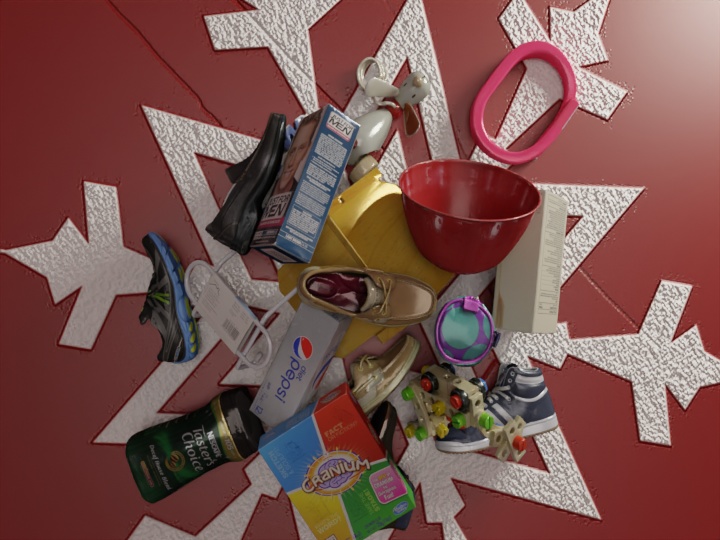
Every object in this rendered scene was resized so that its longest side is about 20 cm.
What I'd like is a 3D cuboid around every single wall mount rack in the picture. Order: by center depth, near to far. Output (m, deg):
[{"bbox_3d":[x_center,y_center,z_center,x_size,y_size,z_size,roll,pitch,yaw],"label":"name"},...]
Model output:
[{"bbox_3d":[-0.165,0.038,0.860,0.200,0.074,0.176,43,111,21],"label":"wall mount rack"}]

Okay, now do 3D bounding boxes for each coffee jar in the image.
[{"bbox_3d":[-0.244,0.259,0.882,0.195,0.085,0.107,-25,90,-2],"label":"coffee jar"}]

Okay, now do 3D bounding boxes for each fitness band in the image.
[{"bbox_3d":[0.261,-0.264,0.929,0.143,0.037,0.202,39,88,2],"label":"fitness band"}]

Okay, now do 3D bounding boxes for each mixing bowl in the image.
[{"bbox_3d":[0.144,-0.067,0.817,0.192,0.202,0.112,3,121,-1],"label":"mixing bowl"}]

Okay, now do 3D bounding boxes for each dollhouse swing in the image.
[{"bbox_3d":[0.000,0.000,0.903,0.202,0.175,0.181,50,55,0],"label":"dollhouse swing"}]

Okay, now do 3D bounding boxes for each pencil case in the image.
[{"bbox_3d":[0.147,0.088,0.837,0.083,0.200,0.095,27,88,10],"label":"pencil case"}]

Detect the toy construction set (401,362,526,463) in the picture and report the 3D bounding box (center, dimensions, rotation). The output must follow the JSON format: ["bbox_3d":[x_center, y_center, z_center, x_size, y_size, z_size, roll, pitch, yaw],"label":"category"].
[{"bbox_3d":[0.135,0.203,0.820,0.091,0.195,0.136,-28,117,-42],"label":"toy construction set"}]

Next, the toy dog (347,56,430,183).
[{"bbox_3d":[0.026,-0.232,0.890,0.129,0.096,0.205,25,89,-1],"label":"toy dog"}]

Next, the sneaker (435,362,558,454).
[{"bbox_3d":[0.200,0.208,0.902,0.193,0.070,0.113,-13,89,-3],"label":"sneaker"}]

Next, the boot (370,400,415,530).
[{"bbox_3d":[0.047,0.306,0.902,0.094,0.075,0.207,14,99,-10],"label":"boot"}]

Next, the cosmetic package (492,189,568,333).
[{"bbox_3d":[0.256,-0.011,0.882,0.069,0.104,0.208,5,88,38],"label":"cosmetic package"}]

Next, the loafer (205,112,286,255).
[{"bbox_3d":[-0.158,-0.129,0.821,0.070,0.073,0.206,21,93,-4],"label":"loafer"}]

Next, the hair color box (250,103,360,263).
[{"bbox_3d":[-0.077,-0.115,0.805,0.059,0.099,0.206,26,77,-28],"label":"hair color box"}]

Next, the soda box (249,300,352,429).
[{"bbox_3d":[-0.086,0.135,0.853,0.067,0.063,0.205,31,108,15],"label":"soda box"}]

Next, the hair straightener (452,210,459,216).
[{"bbox_3d":[0.139,-0.056,0.921,0.192,0.041,0.080,-1,98,4],"label":"hair straightener"}]

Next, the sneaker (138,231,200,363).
[{"bbox_3d":[-0.304,0.043,0.891,0.080,0.071,0.207,-13,92,-6],"label":"sneaker"}]

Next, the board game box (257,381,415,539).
[{"bbox_3d":[-0.032,0.287,0.834,0.150,0.040,0.204,-31,101,3],"label":"board game box"}]

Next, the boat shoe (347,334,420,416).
[{"bbox_3d":[0.009,0.169,0.889,0.066,0.074,0.200,43,89,-5],"label":"boat shoe"}]

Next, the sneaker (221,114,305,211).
[{"bbox_3d":[-0.113,-0.126,0.893,0.115,0.081,0.200,42,87,2],"label":"sneaker"}]

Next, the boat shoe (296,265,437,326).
[{"bbox_3d":[0.010,0.035,0.770,0.192,0.066,0.077,5,88,-4],"label":"boat shoe"}]
